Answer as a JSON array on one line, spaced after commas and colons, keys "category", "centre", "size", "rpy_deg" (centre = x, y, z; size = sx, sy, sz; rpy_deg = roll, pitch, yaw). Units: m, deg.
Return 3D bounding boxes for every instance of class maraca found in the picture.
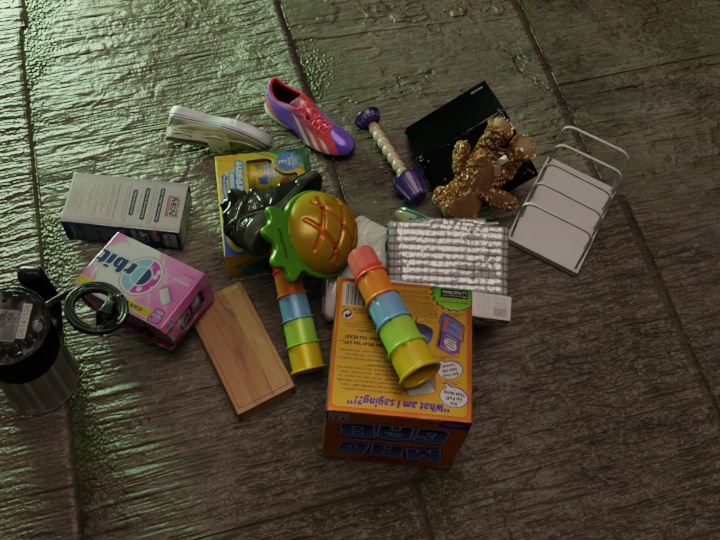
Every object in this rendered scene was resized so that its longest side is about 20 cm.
[{"category": "maraca", "centre": [-0.076, -0.051, 1.306], "size": [0.198, 0.106, 0.140], "rpy_deg": [-18, 87, -51]}]

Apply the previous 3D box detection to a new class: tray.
[{"category": "tray", "centre": [-0.189, 0.124, 1.346], "size": [0.097, 0.037, 0.202], "rpy_deg": [-24, 64, -17]}]

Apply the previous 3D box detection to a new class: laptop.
[{"category": "laptop", "centre": [0.194, -0.214, 1.536], "size": [0.175, 0.103, 0.203], "rpy_deg": [-29, 88, 10]}]

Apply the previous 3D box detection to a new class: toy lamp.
[{"category": "toy lamp", "centre": [0.058, -0.205, 1.536], "size": [0.057, 0.059, 0.202], "rpy_deg": [-22, 65, -16]}]

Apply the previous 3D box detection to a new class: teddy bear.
[{"category": "teddy bear", "centre": [0.211, -0.164, 1.459], "size": [0.143, 0.067, 0.203], "rpy_deg": [22, 90, -2]}]

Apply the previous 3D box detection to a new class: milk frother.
[{"category": "milk frother", "centre": [-0.436, 0.107, 1.249], "size": [0.196, 0.189, 0.183], "rpy_deg": [19, 62, 6]}]

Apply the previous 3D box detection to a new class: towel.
[{"category": "towel", "centre": [0.139, 0.003, 1.383], "size": [0.195, 0.086, 0.170], "rpy_deg": [1, 84, -3]}]

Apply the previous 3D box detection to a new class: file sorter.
[{"category": "file sorter", "centre": [0.361, -0.126, 1.476], "size": [0.137, 0.125, 0.202], "rpy_deg": [27, 62, 10]}]

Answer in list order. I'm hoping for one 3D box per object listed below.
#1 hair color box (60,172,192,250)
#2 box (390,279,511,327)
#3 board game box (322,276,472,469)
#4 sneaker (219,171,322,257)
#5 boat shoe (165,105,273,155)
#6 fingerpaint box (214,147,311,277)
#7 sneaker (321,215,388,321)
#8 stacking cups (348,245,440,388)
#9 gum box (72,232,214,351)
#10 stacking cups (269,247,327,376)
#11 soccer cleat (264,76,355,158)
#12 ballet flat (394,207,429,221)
[{"category": "hair color box", "centre": [-0.390, -0.099, 1.440], "size": [0.195, 0.061, 0.102], "rpy_deg": [6, 61, -1]}, {"category": "box", "centre": [0.132, 0.051, 1.312], "size": [0.195, 0.039, 0.042], "rpy_deg": [7, 70, -2]}, {"category": "board game box", "centre": [0.051, 0.154, 1.252], "size": [0.195, 0.201, 0.203], "rpy_deg": [5, 60, -1]}, {"category": "sneaker", "centre": [-0.149, -0.111, 1.370], "size": [0.113, 0.077, 0.199], "rpy_deg": [28, 54, 23]}, {"category": "boat shoe", "centre": [-0.253, -0.239, 1.535], "size": [0.196, 0.072, 0.063], "rpy_deg": [15, 85, 8]}, {"category": "fingerpaint box", "centre": [-0.156, -0.101, 1.451], "size": [0.163, 0.074, 0.203], "rpy_deg": [-6, 61, -7]}, {"category": "sneaker", "centre": [0.000, 0.000, 1.405], "size": [0.098, 0.075, 0.202], "rpy_deg": [21, 61, 9]}, {"category": "stacking cups", "centre": [0.035, 0.057, 1.150], "size": [0.060, 0.061, 0.202], "rpy_deg": [-21, 63, -15]}, {"category": "gum box", "centre": [-0.335, 0.033, 1.344], "size": [0.197, 0.067, 0.114], "rpy_deg": [23, 60, 24]}, {"category": "stacking cups", "centre": [-0.105, 0.061, 1.345], "size": [0.059, 0.061, 0.204], "rpy_deg": [-13, 77, -11]}, {"category": "soccer cleat", "centre": [-0.094, -0.276, 1.553], "size": [0.198, 0.074, 0.068], "rpy_deg": [35, 64, 15]}, {"category": "ballet flat", "centre": [0.141, -0.043, 1.452], "size": [0.197, 0.069, 0.072], "rpy_deg": [21, 80, 7]}]
